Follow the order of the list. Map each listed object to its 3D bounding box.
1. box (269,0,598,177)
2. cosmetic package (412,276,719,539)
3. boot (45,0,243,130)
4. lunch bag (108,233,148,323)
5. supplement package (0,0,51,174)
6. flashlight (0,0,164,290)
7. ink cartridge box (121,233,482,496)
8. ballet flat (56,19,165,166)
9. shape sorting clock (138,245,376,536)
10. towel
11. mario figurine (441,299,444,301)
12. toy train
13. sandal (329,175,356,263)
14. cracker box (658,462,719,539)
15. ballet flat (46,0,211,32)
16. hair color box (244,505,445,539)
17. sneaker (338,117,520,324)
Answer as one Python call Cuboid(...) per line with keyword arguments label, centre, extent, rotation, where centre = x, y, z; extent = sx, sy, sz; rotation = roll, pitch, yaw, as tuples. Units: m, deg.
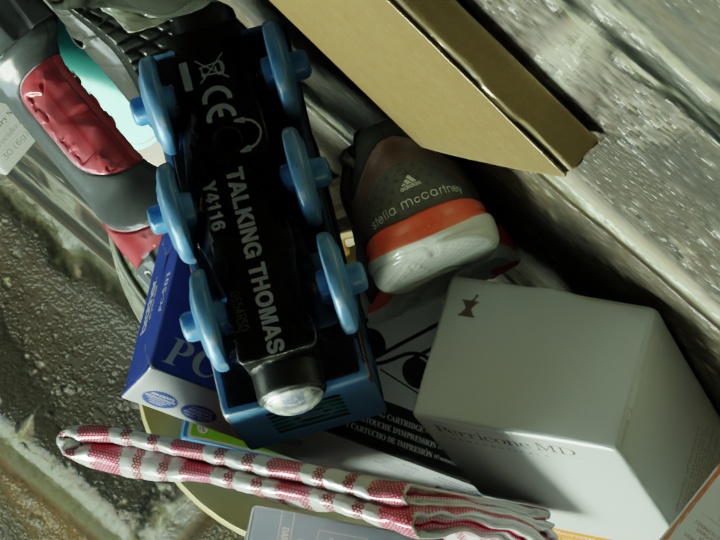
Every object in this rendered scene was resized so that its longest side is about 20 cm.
Cuboid(label="box", centre=(-0.012, -0.114, 1.011), extent=(0.200, 0.021, 0.163), rotation=(43, 173, -18))
Cuboid(label="cosmetic package", centre=(0.107, 0.079, 1.233), extent=(0.101, 0.072, 0.200), rotation=(9, 159, 25))
Cuboid(label="boot", centre=(-0.108, -0.118, 1.354), extent=(0.200, 0.070, 0.132), rotation=(53, 173, -13))
Cuboid(label="lunch bag", centre=(-0.075, 0.016, 1.644), extent=(0.168, 0.139, 0.200), rotation=(38, 172, 9))
Cuboid(label="supplement package", centre=(-0.253, -0.171, 1.509), extent=(0.200, 0.121, 0.120), rotation=(44, 171, -31))
Cuboid(label="flashlight", centre=(-0.139, -0.072, 1.401), extent=(0.200, 0.068, 0.068), rotation=(51, 175, 3))
Cuboid(label="ink cartridge box", centre=(-0.011, 0.049, 1.312), extent=(0.199, 0.094, 0.044), rotation=(21, 149, -16))
Cuboid(label="ballet flat", centre=(-0.099, -0.086, 1.482), extent=(0.200, 0.072, 0.072), rotation=(45, 172, -17))
Cuboid(label="shape sorting clock", centre=(-0.028, 0.065, 1.489), extent=(0.200, 0.200, 0.039), rotation=(39, 149, 9))
Cuboid(label="towel", centre=(-0.024, 0.103, 1.212), extent=(0.199, 0.030, 0.146), rotation=(8, 174, 32))
Cuboid(label="mario figurine", centre=(0.075, 0.088, 1.403), extent=(0.200, 0.106, 0.124), rotation=(47, 152, 18))
Cuboid(label="toy train", centre=(-0.047, -0.021, 1.188), extent=(0.114, 0.086, 0.201), rotation=(70, -175, -68))
Cuboid(label="sandal", centre=(-0.006, 0.001, 1.379), extent=(0.212, 0.077, 0.070), rotation=(124, 131, -79))
Cuboid(label="cracker box", centre=(0.148, 0.167, 1.172), extent=(0.058, 0.200, 0.134), rotation=(37, 173, 22))
Cuboid(label="ballet flat", centre=(-0.102, -0.135, 1.158), extent=(0.068, 0.068, 0.200), rotation=(28, -176, -18))
Cuboid(label="hair color box", centre=(0.036, 0.170, 1.331), extent=(0.199, 0.061, 0.099), rotation=(10, 167, -2))
Cuboid(label="sneaker", centre=(0.026, -0.030, 1.226), extent=(0.200, 0.077, 0.082), rotation=(98, 149, -80))
